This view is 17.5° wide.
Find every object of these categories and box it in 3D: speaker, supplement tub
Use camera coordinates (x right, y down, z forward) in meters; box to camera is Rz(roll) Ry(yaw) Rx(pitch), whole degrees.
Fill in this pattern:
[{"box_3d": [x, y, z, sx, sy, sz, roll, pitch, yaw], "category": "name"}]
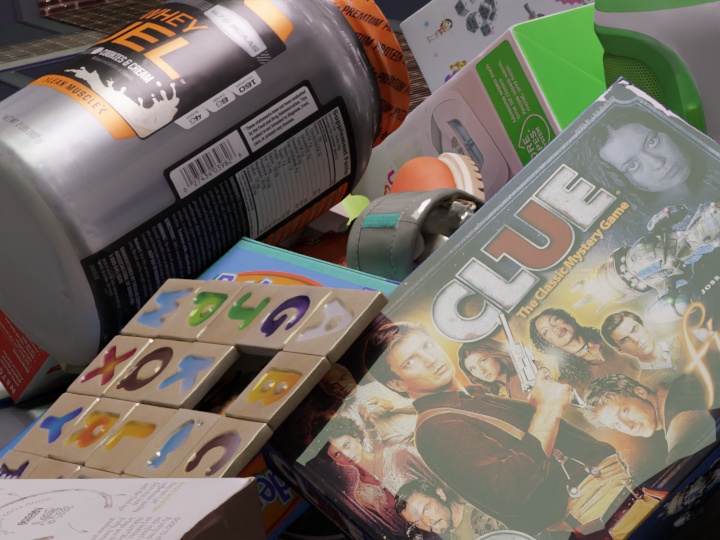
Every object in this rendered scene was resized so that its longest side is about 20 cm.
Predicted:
[{"box_3d": [0.157, -0.041, 1.056, 0.088, 0.202, 0.088, -9, 13, 2], "category": "speaker"}, {"box_3d": [-0.080, -0.056, 1.061, 0.200, 0.123, 0.122, -35, 25, -29], "category": "supplement tub"}]

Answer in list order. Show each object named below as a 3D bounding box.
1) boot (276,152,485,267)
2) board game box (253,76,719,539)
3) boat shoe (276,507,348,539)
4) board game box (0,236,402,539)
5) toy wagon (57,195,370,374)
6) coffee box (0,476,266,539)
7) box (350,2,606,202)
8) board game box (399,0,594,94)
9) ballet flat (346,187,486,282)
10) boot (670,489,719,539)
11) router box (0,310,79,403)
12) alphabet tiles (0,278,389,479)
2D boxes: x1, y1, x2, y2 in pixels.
[{"box_3d": [0.000, 0.000, 1.105, 0.106, 0.075, 0.201, 15, 37, 1], "category": "boot"}, {"box_3d": [0.077, 0.036, 0.847, 0.200, 0.035, 0.135, -43, 59, -15], "category": "board game box"}, {"box_3d": [-0.041, 0.080, 1.013, 0.068, 0.057, 0.200, -16, 16, -24], "category": "boat shoe"}, {"box_3d": [-0.075, 0.074, 0.933, 0.200, 0.045, 0.152, -42, 25, -16], "category": "board game box"}, {"box_3d": [-0.064, -0.002, 1.203, 0.199, 0.040, 0.155, -21, -21, -28], "category": "toy wagon"}, {"box_3d": [-0.127, 0.132, 0.746, 0.199, 0.115, 0.080, -4, 15, 26], "category": "coffee box"}, {"box_3d": [0.124, -0.070, 1.270, 0.199, 0.097, 0.176, -19, -11, -36], "category": "box"}, {"box_3d": [0.143, -0.163, 1.300, 0.199, 0.065, 0.147, -32, -11, 33], "category": "board game box"}, {"box_3d": [0.086, 0.024, 0.971, 0.199, 0.068, 0.064, 25, -17, -24], "category": "ballet flat"}, {"box_3d": [0.172, 0.067, 0.907, 0.198, 0.070, 0.132, -3, 9, 9], "category": "boot"}, {"box_3d": [-0.095, -0.023, 1.277, 0.199, 0.049, 0.180, -24, -19, -46], "category": "router box"}, {"box_3d": [-0.096, 0.076, 0.878, 0.200, 0.008, 0.167, -48, 25, -22], "category": "alphabet tiles"}]
